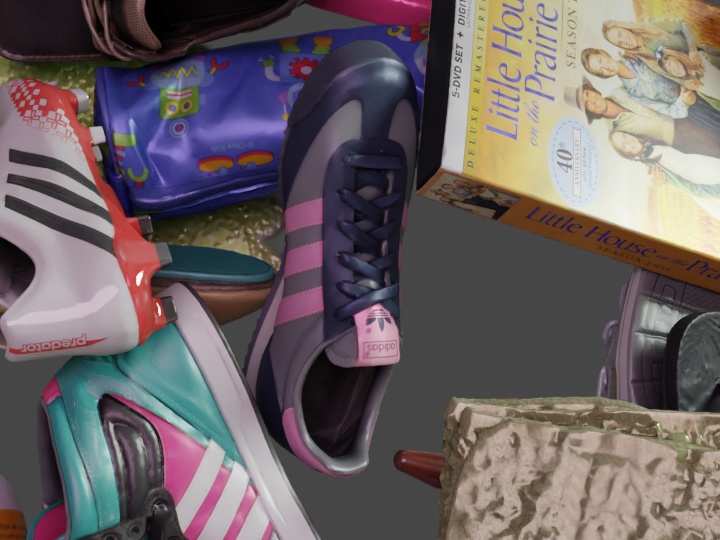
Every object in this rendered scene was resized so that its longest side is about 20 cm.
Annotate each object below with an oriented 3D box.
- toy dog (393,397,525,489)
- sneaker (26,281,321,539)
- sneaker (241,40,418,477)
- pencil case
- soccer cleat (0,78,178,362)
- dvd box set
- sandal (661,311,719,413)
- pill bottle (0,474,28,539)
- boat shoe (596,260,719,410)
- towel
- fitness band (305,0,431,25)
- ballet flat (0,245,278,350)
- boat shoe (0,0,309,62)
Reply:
[{"bbox_3d":[0.061,0.149,0.784,0.096,0.132,0.201,1,66,-20],"label":"toy dog"},{"bbox_3d":[-0.088,0.120,0.785,0.120,0.084,0.201,-26,95,-15],"label":"sneaker"},{"bbox_3d":[0.000,0.000,0.789,0.070,0.082,0.201,-4,118,-28],"label":"sneaker"},{"bbox_3d":[-0.032,-0.073,0.852,0.199,0.078,0.087,-9,43,1],"label":"pencil case"},{"bbox_3d":[-0.150,-0.027,0.791,0.085,0.069,0.200,-16,41,-19],"label":"soccer cleat"},{"bbox_3d":[0.124,-0.074,0.814,0.199,0.029,0.147,18,60,-19],"label":"dvd box set"},{"bbox_3d":[0.198,0.105,0.781,0.075,0.048,0.201,-33,102,-34],"label":"sandal"},{"bbox_3d":[-0.201,0.155,0.791,0.110,0.111,0.201,-15,77,-1],"label":"pill bottle"},{"bbox_3d":[0.139,0.080,0.817,0.074,0.065,0.203,8,77,-24],"label":"boat shoe"},{"bbox_3d":[0.096,0.151,0.709,0.147,0.036,0.201,4,77,13],"label":"towel"},{"bbox_3d":[0.029,-0.184,0.847,0.199,0.144,0.038,13,38,-3],"label":"fitness band"},{"bbox_3d":[-0.137,0.013,0.856,0.199,0.069,0.063,9,105,7],"label":"ballet flat"},{"bbox_3d":[-0.103,-0.139,0.836,0.199,0.073,0.075,-13,114,22],"label":"boat shoe"}]
